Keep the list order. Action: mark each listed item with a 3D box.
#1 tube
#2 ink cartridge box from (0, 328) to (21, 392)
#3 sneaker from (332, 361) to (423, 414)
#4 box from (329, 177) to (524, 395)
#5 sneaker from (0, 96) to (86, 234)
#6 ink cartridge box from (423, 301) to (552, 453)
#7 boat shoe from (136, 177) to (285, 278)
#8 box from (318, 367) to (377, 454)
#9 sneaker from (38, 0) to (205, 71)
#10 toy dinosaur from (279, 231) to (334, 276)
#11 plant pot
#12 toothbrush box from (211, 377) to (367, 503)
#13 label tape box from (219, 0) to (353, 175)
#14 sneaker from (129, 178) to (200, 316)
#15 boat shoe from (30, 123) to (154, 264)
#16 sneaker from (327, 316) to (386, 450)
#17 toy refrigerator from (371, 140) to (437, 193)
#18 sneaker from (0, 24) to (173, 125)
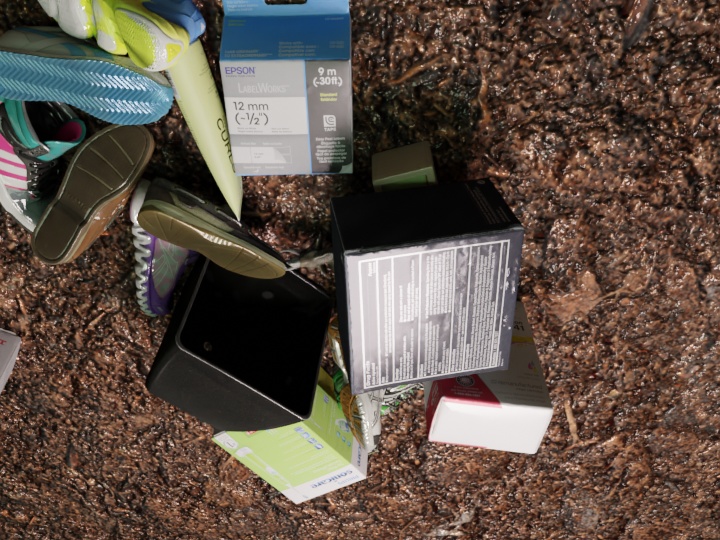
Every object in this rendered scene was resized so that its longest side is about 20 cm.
[{"bbox_3d":[-0.171,-0.162,0.788,0.051,0.058,0.204,11,131,37],"label":"tube"},{"bbox_3d":[-0.590,0.166,0.958,0.145,0.202,0.086,23,126,-17],"label":"ink cartridge box"},{"bbox_3d":[0.055,0.174,1.021,0.194,0.087,0.079,-9,149,10],"label":"sneaker"},{"bbox_3d":[0.069,0.017,0.791,0.193,0.124,0.204,-8,125,-8],"label":"box"},{"bbox_3d":[-0.372,-0.133,0.805,0.118,0.085,0.203,-5,127,17],"label":"sneaker"},{"bbox_3d":[0.159,0.130,0.911,0.143,0.202,0.087,6,129,-4],"label":"ink cartridge box"},{"bbox_3d":[-0.170,-0.051,0.827,0.198,0.068,0.071,25,149,-34],"label":"boat shoe"},{"bbox_3d":[-0.052,0.226,1.092,0.074,0.051,0.201,-24,123,21],"label":"box"},{"bbox_3d":[-0.244,-0.276,0.702,0.198,0.105,0.076,36,137,10],"label":"sneaker"},{"bbox_3d":[0.000,0.000,0.908,0.198,0.101,0.079,28,80,-33],"label":"toy dinosaur"},{"bbox_3d":[-0.177,0.102,0.919,0.198,0.203,0.176,35,131,-24],"label":"plant pot"},{"bbox_3d":[-0.100,0.248,1.025,0.144,0.087,0.200,-28,121,26],"label":"toothbrush box"},{"bbox_3d":[-0.079,-0.208,0.750,0.139,0.067,0.204,0,129,1],"label":"label tape box"},{"bbox_3d":[-0.248,-0.022,0.891,0.086,0.081,0.204,2,127,-10],"label":"sneaker"},{"bbox_3d":[-0.313,-0.096,0.815,0.072,0.068,0.200,44,97,0],"label":"boat shoe"},{"bbox_3d":[0.017,0.151,0.944,0.086,0.075,0.205,-18,112,-25],"label":"sneaker"},{"bbox_3d":[0.073,-0.051,0.865,0.074,0.071,0.203,-11,127,9],"label":"toy refrigerator"},{"bbox_3d":[-0.294,-0.217,0.730,0.195,0.082,0.077,13,136,-5],"label":"sneaker"}]
